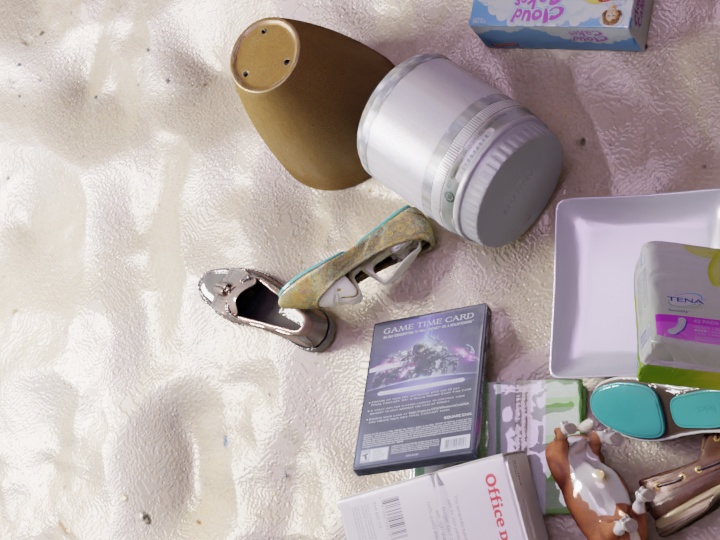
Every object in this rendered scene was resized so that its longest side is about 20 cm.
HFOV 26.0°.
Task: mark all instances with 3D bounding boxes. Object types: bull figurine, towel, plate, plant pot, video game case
[{"bbox_3d":[0.252,0.238,1.577,0.065,0.122,0.201,-24,63,-21],"label":"bull figurine"},{"bbox_3d":[0.150,0.194,1.704,0.198,0.031,0.151,-3,75,24],"label":"towel"},{"bbox_3d":[0.303,0.018,1.670,0.198,0.032,0.202,-3,77,27],"label":"plate"},{"bbox_3d":[-0.066,-0.214,1.842,0.185,0.200,0.188,-8,71,24],"label":"plant pot"},{"bbox_3d":[0.070,0.130,1.724,0.142,0.019,0.201,-11,46,23],"label":"video game case"}]

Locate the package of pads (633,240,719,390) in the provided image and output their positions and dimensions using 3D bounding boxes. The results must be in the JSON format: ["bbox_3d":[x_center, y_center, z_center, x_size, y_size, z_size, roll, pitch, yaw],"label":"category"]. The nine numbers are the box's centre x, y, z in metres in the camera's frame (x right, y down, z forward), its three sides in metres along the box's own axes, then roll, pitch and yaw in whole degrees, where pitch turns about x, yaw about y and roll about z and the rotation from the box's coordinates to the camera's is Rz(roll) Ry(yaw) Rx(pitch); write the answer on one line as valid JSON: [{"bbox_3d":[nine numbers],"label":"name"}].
[{"bbox_3d":[0.370,0.047,1.538,0.198,0.069,0.155,7,42,0],"label":"package of pads"}]

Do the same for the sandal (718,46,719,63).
[{"bbox_3d":[0.469,-0.214,1.652,0.200,0.057,0.080,18,83,30],"label":"sandal"}]

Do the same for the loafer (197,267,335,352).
[{"bbox_3d":[-0.121,0.037,1.866,0.199,0.063,0.072,22,85,30],"label":"loafer"}]

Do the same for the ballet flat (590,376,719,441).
[{"bbox_3d":[0.326,0.138,1.599,0.199,0.069,0.070,-7,69,51],"label":"ballet flat"}]

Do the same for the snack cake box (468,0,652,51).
[{"bbox_3d":[0.235,-0.319,1.800,0.198,0.067,0.116,5,75,28],"label":"snack cake box"}]

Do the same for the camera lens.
[{"bbox_3d":[0.107,-0.137,1.751,0.200,0.160,0.161,37,92,31],"label":"camera lens"}]

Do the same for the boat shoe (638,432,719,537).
[{"bbox_3d":[0.367,0.189,1.560,0.199,0.072,0.068,-36,72,15],"label":"boat shoe"}]

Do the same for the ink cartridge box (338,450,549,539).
[{"bbox_3d":[0.094,0.286,1.647,0.199,0.083,0.148,-18,80,22],"label":"ink cartridge box"}]

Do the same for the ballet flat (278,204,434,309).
[{"bbox_3d":[0.000,0.000,1.797,0.199,0.071,0.071,-33,60,-9],"label":"ballet flat"}]
